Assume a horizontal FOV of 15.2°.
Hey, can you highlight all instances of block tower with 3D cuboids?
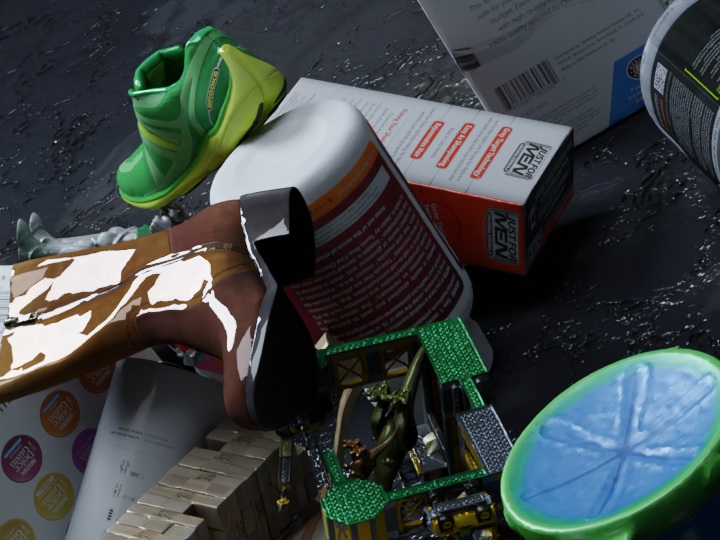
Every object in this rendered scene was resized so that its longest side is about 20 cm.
[{"bbox_3d":[-0.105,0.161,1.578,0.058,0.054,0.200,8,35,33],"label":"block tower"}]

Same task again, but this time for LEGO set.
[{"bbox_3d":[0.026,0.126,1.564,0.153,0.116,0.200,-18,38,-15],"label":"LEGO set"}]

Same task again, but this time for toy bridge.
[{"bbox_3d":[-0.050,0.132,1.688,0.200,0.067,0.027,-52,13,10],"label":"toy bridge"}]

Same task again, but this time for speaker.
[{"bbox_3d":[-0.137,0.156,1.650,0.081,0.081,0.200,3,74,50],"label":"speaker"}]

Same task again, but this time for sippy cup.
[{"bbox_3d":[0.161,0.132,1.396,0.178,0.130,0.140,-44,29,-18],"label":"sippy cup"}]

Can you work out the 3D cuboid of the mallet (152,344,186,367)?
[{"bbox_3d":[-0.184,0.051,2.023,0.066,0.041,0.200,-39,23,-16],"label":"mallet"}]

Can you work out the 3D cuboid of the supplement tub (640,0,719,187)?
[{"bbox_3d":[0.260,-0.099,1.675,0.122,0.123,0.200,-33,27,1],"label":"supplement tub"}]

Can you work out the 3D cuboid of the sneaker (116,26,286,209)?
[{"bbox_3d":[-0.114,-0.105,1.775,0.074,0.084,0.200,-42,1,-34],"label":"sneaker"}]

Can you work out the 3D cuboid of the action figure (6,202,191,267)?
[{"bbox_3d":[-0.129,-0.015,1.823,0.199,0.055,0.118,2,9,4],"label":"action figure"}]

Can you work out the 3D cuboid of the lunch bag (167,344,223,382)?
[{"bbox_3d":[-0.035,0.009,1.880,0.200,0.082,0.176,-23,34,17],"label":"lunch bag"}]

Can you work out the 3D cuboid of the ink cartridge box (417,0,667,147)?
[{"bbox_3d":[0.125,-0.192,1.890,0.146,0.200,0.086,-30,27,7],"label":"ink cartridge box"}]

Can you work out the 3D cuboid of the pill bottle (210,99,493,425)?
[{"bbox_3d":[0.000,0.000,1.714,0.113,0.200,0.113,-27,27,15],"label":"pill bottle"}]

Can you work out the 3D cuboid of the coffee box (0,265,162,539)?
[{"bbox_3d":[-0.235,0.133,1.762,0.200,0.198,0.200,0,44,51],"label":"coffee box"}]

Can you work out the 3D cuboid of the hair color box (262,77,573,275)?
[{"bbox_3d":[0.033,-0.065,1.805,0.200,0.061,0.102,12,38,21],"label":"hair color box"}]

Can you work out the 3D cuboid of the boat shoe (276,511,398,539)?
[{"bbox_3d":[-0.043,0.211,1.568,0.072,0.076,0.200,-20,20,36],"label":"boat shoe"}]

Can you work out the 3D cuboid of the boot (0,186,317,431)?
[{"bbox_3d":[-0.129,0.039,1.577,0.200,0.069,0.189,-15,48,15],"label":"boot"}]
